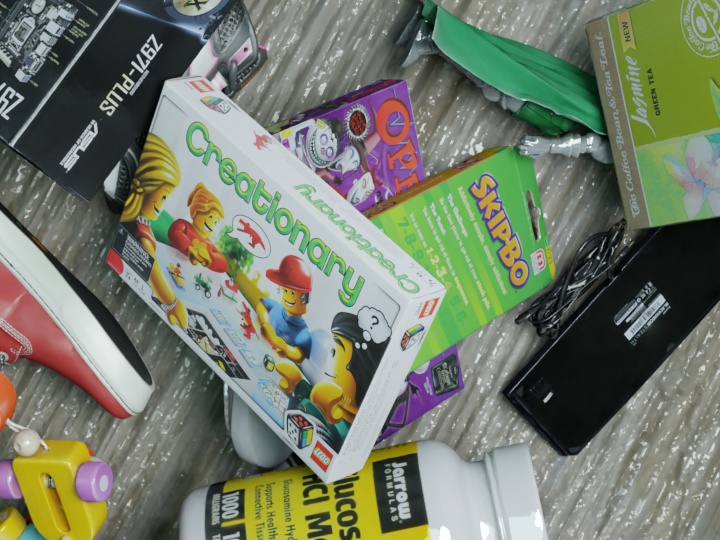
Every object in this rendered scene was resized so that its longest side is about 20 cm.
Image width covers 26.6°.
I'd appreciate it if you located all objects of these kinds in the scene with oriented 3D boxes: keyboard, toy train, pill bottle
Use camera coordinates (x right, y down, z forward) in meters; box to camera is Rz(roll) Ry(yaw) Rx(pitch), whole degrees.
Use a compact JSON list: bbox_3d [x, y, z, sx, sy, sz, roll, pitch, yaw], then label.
[{"bbox_3d":[0.168,0.016,0.983,0.200,0.040,0.104,-46,118,-5],"label":"keyboard"},{"bbox_3d":[-0.214,0.122,0.897,0.149,0.056,0.202,22,126,7],"label":"toy train"},{"bbox_3d":[0.006,0.159,0.853,0.197,0.112,0.114,-13,92,4],"label":"pill bottle"}]

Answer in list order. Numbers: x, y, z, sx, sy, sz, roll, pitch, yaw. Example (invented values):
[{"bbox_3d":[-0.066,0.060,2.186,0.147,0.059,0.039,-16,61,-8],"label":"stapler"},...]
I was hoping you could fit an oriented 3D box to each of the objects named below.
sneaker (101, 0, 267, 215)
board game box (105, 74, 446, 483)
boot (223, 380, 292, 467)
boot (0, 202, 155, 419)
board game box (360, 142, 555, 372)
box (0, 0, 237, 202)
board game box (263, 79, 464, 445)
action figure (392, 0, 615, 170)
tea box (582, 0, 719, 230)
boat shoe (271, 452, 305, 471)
[{"bbox_3d":[-0.101,-0.125,0.923,0.085,0.080,0.203,16,89,-6],"label":"sneaker"},{"bbox_3d":[-0.053,0.002,0.828,0.200,0.034,0.127,41,125,26],"label":"board game box"},{"bbox_3d":[-0.069,0.013,0.926,0.095,0.073,0.203,7,83,35],"label":"boot"},{"bbox_3d":[-0.232,0.047,0.916,0.200,0.072,0.144,44,86,3],"label":"boot"},{"bbox_3d":[0.045,-0.004,0.911,0.199,0.030,0.097,-27,111,-39],"label":"board game box"},{"bbox_3d":[-0.189,-0.166,0.865,0.199,0.086,0.165,35,86,27],"label":"box"},{"bbox_3d":[0.000,0.000,0.904,0.120,0.032,0.202,-30,114,-45],"label":"board game box"},{"bbox_3d":[0.115,-0.104,0.946,0.198,0.119,0.055,27,113,-15],"label":"action figure"},{"bbox_3d":[0.272,-0.113,0.877,0.198,0.196,0.135,-14,91,-31],"label":"tea box"},{"bbox_3d":[0.034,0.175,0.942,0.068,0.074,0.200,-44,84,6],"label":"boat shoe"}]
